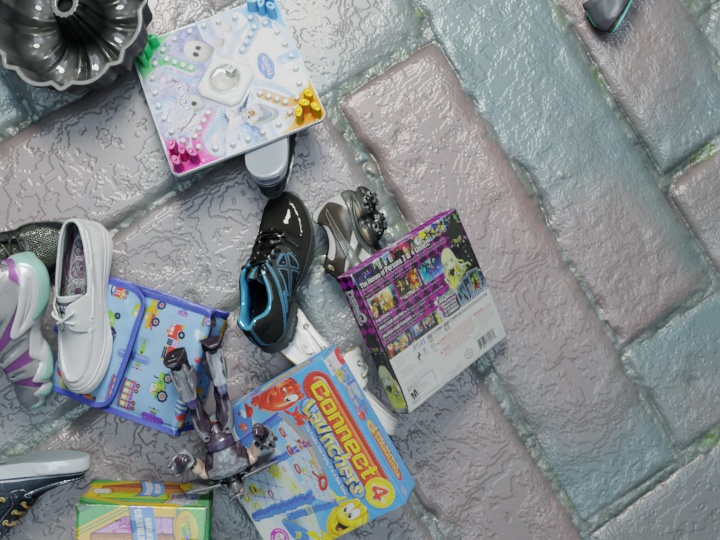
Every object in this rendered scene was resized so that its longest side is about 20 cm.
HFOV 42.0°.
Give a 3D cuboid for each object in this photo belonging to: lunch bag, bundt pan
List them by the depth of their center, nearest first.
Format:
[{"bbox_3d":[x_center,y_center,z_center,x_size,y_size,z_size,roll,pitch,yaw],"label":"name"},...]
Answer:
[{"bbox_3d":[-0.338,-0.304,1.118,0.197,0.076,0.207,-1,84,6],"label":"bundt pan"},{"bbox_3d":[-0.280,0.095,1.148,0.196,0.094,0.154,16,88,7],"label":"lunch bag"}]

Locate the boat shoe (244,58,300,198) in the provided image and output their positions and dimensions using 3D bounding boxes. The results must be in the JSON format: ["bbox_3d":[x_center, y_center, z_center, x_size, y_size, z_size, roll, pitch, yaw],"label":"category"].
[{"bbox_3d":[-0.105,-0.188,1.174,0.072,0.068,0.204,-5,66,3],"label":"boat shoe"}]

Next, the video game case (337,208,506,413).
[{"bbox_3d":[0.082,0.047,1.159,0.199,0.035,0.184,-32,103,-36],"label":"video game case"}]

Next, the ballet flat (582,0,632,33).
[{"bbox_3d":[0.358,-0.413,1.243,0.072,0.073,0.202,33,87,-6],"label":"ballet flat"}]

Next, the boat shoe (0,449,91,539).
[{"bbox_3d":[-0.416,0.274,1.128,0.195,0.071,0.093,-8,91,-1],"label":"boat shoe"}]

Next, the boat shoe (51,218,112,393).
[{"bbox_3d":[-0.330,0.039,1.097,0.070,0.068,0.205,4,82,19],"label":"boat shoe"}]

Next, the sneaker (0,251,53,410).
[{"bbox_3d":[-0.430,0.082,1.076,0.138,0.077,0.204,-15,120,-38],"label":"sneaker"}]

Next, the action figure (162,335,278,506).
[{"bbox_3d":[-0.167,0.182,1.077,0.128,0.069,0.204,-20,104,-16],"label":"action figure"}]

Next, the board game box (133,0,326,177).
[{"bbox_3d":[-0.166,-0.235,1.145,0.196,0.026,0.203,-21,68,-6],"label":"board game box"}]

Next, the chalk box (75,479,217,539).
[{"bbox_3d":[-0.235,0.327,1.122,0.195,0.125,0.127,3,89,-9],"label":"chalk box"}]

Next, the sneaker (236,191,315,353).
[{"bbox_3d":[-0.105,-0.007,1.144,0.072,0.082,0.205,-4,71,23],"label":"sneaker"}]

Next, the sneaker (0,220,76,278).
[{"bbox_3d":[-0.435,-0.010,1.105,0.195,0.114,0.078,-13,93,-10],"label":"sneaker"}]

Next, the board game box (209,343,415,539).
[{"bbox_3d":[-0.065,0.226,1.140,0.194,0.056,0.202,-30,93,20],"label":"board game box"}]

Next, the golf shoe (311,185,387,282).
[{"bbox_3d":[0.000,0.000,1.193,0.093,0.078,0.204,-16,93,14],"label":"golf shoe"}]

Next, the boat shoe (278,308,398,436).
[{"bbox_3d":[-0.020,0.126,1.180,0.199,0.071,0.070,40,86,-4],"label":"boat shoe"}]
